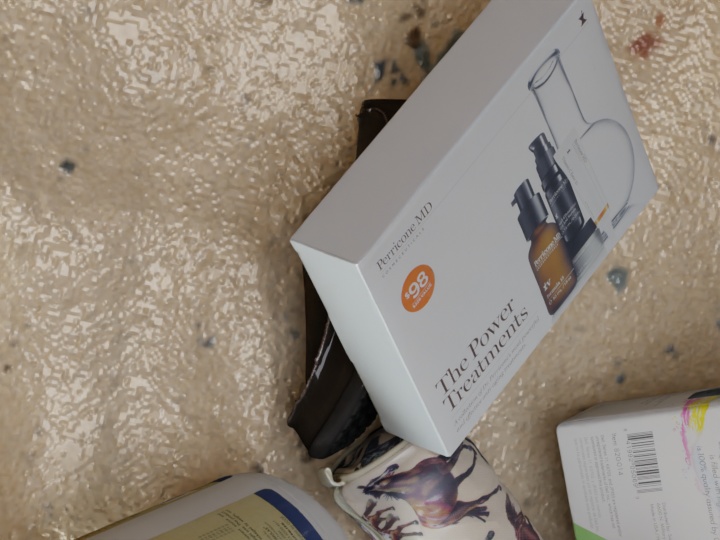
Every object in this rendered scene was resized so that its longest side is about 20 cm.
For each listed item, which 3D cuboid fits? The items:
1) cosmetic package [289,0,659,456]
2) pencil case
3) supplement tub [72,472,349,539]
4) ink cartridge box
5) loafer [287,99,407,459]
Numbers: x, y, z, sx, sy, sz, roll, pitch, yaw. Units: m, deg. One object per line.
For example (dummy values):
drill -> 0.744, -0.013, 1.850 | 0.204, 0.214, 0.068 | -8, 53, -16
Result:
cosmetic package -> 0.063, -0.030, 1.359 | 0.200, 0.051, 0.151 | -51, 136, -23
pencil case -> 0.058, 0.163, 1.432 | 0.089, 0.078, 0.201 | -41, 106, -26
supplement tub -> -0.104, 0.195, 1.327 | 0.199, 0.144, 0.146 | -20, 103, -39
ink cartridge box -> 0.212, 0.119, 1.406 | 0.199, 0.067, 0.118 | -9, 93, 31
loafer -> 0.000, 0.000, 1.410 | 0.071, 0.073, 0.201 | 21, 90, 13
